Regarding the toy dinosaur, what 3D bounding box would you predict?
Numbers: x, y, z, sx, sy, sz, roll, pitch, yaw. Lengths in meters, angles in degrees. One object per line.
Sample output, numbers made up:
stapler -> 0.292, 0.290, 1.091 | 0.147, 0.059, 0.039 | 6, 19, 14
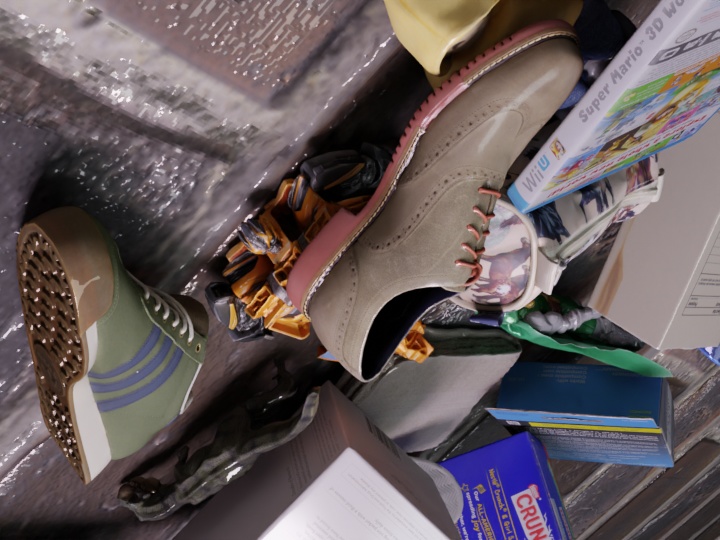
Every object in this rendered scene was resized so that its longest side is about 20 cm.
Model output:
toy dinosaur -> -0.077, 0.109, 0.713 | 0.199, 0.048, 0.088 | -36, -172, 31

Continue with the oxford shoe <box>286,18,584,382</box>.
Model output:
oxford shoe -> 0.048, -0.029, 0.529 | 0.070, 0.075, 0.201 | 8, 129, -50

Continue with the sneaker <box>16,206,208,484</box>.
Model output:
sneaker -> -0.122, 0.029, 0.563 | 0.089, 0.067, 0.202 | -28, 151, -30

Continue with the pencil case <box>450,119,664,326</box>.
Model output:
pencil case -> 0.116, -0.039, 0.652 | 0.199, 0.089, 0.079 | -31, 148, -49

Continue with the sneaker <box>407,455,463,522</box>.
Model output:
sneaker -> -0.022, 0.205, 0.884 | 0.196, 0.075, 0.116 | -7, 160, -15

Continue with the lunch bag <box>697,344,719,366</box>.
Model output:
lunch bag -> 0.328, -0.001, 0.932 | 0.198, 0.137, 0.133 | 0, 135, -49

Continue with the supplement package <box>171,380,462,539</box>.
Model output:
supplement package -> -0.045, 0.202, 0.740 | 0.200, 0.120, 0.121 | -45, 107, 4

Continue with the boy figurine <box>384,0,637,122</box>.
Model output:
boy figurine -> 0.085, -0.126, 0.562 | 0.124, 0.065, 0.199 | -44, 153, 25

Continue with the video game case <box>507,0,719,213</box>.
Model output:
video game case -> 0.165, -0.106, 0.510 | 0.142, 0.018, 0.200 | -25, 163, -30

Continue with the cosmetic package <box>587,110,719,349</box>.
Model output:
cosmetic package -> 0.254, -0.047, 0.790 | 0.104, 0.071, 0.203 | 4, 113, -47

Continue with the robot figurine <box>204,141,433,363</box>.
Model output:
robot figurine -> 0.000, 0.000, 0.652 | 0.145, 0.058, 0.199 | -50, 149, 17

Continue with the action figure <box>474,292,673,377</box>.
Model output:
action figure -> 0.158, 0.037, 0.858 | 0.198, 0.118, 0.056 | 11, 104, -43

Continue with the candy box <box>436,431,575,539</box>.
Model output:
candy box -> 0.093, 0.259, 0.959 | 0.197, 0.172, 0.077 | -22, 157, 17

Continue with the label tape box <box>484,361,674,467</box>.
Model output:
label tape box -> 0.203, 0.122, 0.966 | 0.142, 0.064, 0.200 | 1, 160, 21

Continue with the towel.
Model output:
towel -> 0.037, 0.101, 0.866 | 0.198, 0.035, 0.133 | 4, 132, -51
